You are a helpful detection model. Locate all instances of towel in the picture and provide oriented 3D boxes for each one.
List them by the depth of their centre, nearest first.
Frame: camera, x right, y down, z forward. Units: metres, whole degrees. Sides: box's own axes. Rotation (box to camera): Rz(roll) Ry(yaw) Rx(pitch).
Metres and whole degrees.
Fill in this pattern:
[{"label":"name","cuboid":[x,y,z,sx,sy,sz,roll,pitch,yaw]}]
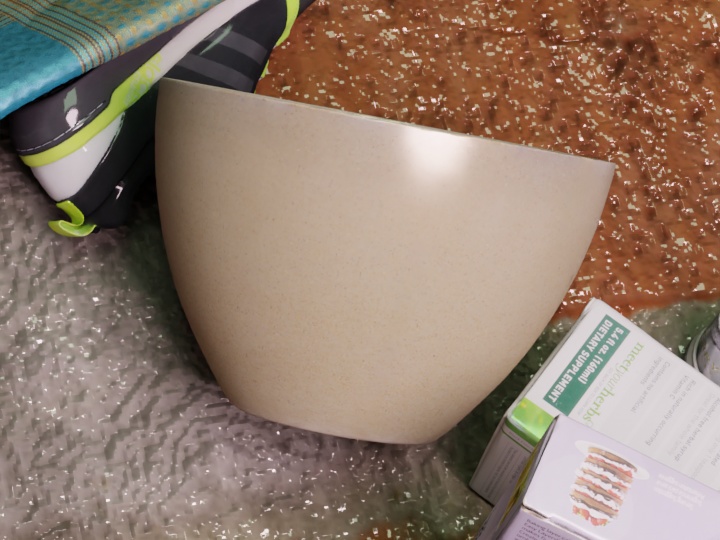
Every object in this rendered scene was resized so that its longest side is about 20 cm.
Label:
[{"label":"towel","cuboid":[-0.142,-0.125,1.088,0.200,0.022,0.147,-30,37,-25]}]

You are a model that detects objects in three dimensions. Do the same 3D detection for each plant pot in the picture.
[{"label":"plant pot","cuboid":[0.000,0.000,1.020,0.200,0.200,0.135,10,95,-8]}]

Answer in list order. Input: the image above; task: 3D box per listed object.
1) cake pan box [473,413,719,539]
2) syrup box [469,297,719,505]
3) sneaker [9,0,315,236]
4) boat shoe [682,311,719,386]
[{"label":"cake pan box","cuboid":[0.133,0.157,0.947,0.200,0.184,0.052,26,59,3]},{"label":"syrup box","cuboid":[0.155,0.111,1.037,0.200,0.082,0.079,36,61,9]},{"label":"sneaker","cuboid":[-0.082,-0.082,1.112,0.200,0.072,0.083,-38,109,-32]},{"label":"boat shoe","cuboid":[0.253,0.055,1.101,0.201,0.065,0.075,13,60,-6]}]
